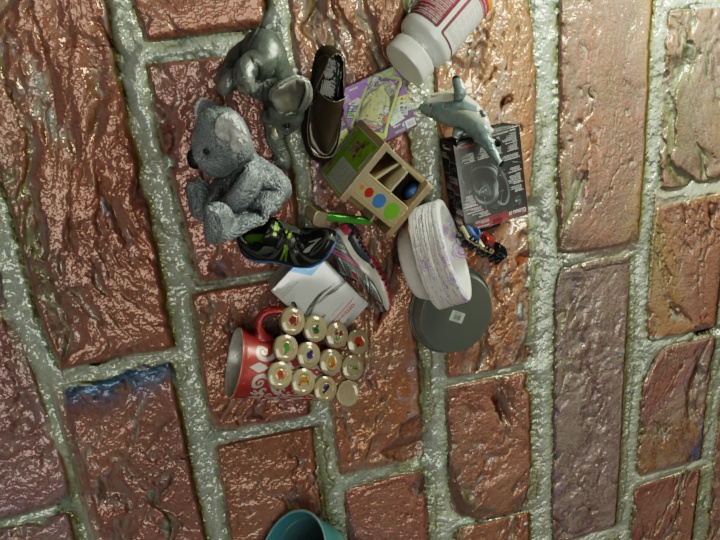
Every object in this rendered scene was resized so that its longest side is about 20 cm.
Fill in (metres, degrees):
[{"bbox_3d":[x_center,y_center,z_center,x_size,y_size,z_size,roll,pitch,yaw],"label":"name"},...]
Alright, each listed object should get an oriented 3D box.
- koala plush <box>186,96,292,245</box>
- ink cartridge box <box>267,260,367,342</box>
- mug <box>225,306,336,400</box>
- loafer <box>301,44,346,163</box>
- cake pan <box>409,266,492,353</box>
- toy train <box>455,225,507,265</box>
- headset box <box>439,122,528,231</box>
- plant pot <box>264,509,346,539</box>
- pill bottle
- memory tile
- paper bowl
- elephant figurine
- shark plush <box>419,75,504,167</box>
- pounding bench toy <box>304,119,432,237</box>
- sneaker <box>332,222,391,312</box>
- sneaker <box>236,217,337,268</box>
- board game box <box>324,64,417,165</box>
[{"bbox_3d":[-0.220,-0.186,1.028,0.181,0.177,0.204,-25,122,-17],"label":"koala plush"},{"bbox_3d":[-0.075,0.053,1.204,0.116,0.067,0.200,-46,113,0],"label":"ink cartridge box"},{"bbox_3d":[-0.146,0.178,1.180,0.195,0.135,0.179,11,132,-23],"label":"mug"},{"bbox_3d":[-0.063,-0.292,1.073,0.071,0.071,0.206,0,105,-16],"label":"loafer"},{"bbox_3d":[0.202,0.090,1.316,0.195,0.037,0.206,-5,108,-15],"label":"cake pan"},{"bbox_3d":[0.251,-0.052,1.238,0.046,0.035,0.198,-38,149,23],"label":"toy train"},{"bbox_3d":[0.251,-0.178,1.227,0.145,0.077,0.205,-17,111,-10],"label":"headset box"},{"bbox_3d":[-0.091,0.651,1.325,0.201,0.200,0.187,-49,128,3],"label":"plant pot"},{"bbox_3d":[0.141,-0.440,1.088,0.109,0.109,0.201,42,87,-23],"label":"pill bottle"},{"bbox_3d":[-0.077,0.168,1.159,0.196,0.017,0.157,20,77,-27],"label":"memory tile"},{"bbox_3d":[0.139,-0.026,1.181,0.102,0.202,0.204,-17,114,20],"label":"paper bowl"},{"bbox_3d":[-0.143,-0.306,1.058,0.199,0.153,0.144,37,51,-33],"label":"elephant figurine"},{"bbox_3d":[0.200,-0.266,1.149,0.083,0.091,0.202,-37,80,1],"label":"shark plush"},{"bbox_3d":[0.009,-0.135,1.128,0.155,0.125,0.201,34,102,-36],"label":"pounding bench toy"},{"bbox_3d":[0.000,0.000,1.212,0.074,0.081,0.202,-31,106,11],"label":"sneaker"},{"bbox_3d":[-0.138,-0.052,1.107,0.194,0.072,0.083,1,152,14],"label":"sneaker"},{"bbox_3d":[0.001,-0.290,1.144,0.196,0.032,0.122,-26,115,-8],"label":"board game box"}]
